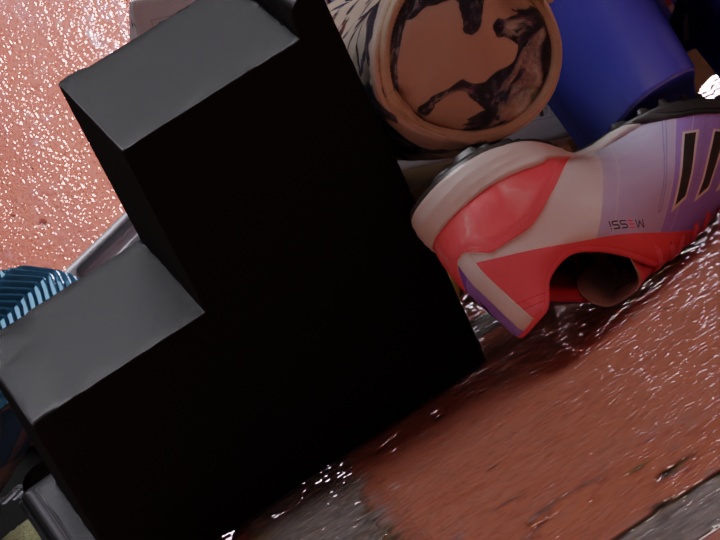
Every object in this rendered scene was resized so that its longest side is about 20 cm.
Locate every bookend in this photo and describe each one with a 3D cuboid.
[{"bbox_3d":[-0.080,-0.001,1.054,0.199,0.199,0.092,-33,35,-10],"label":"bookend"}]

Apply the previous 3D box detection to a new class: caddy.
[{"bbox_3d":[0.138,-0.117,1.162,0.141,0.105,0.200,-33,-17,1],"label":"caddy"}]

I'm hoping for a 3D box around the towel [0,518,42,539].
[{"bbox_3d":[-0.217,0.177,1.163,0.199,0.037,0.148,-28,8,34],"label":"towel"}]

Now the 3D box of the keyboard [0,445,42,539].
[{"bbox_3d":[-0.186,0.138,1.402,0.103,0.040,0.200,-6,11,14],"label":"keyboard"}]

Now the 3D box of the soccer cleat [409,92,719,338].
[{"bbox_3d":[0.107,-0.021,1.062,0.199,0.073,0.068,-14,-27,-44],"label":"soccer cleat"}]

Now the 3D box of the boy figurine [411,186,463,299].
[{"bbox_3d":[0.000,0.000,1.232,0.124,0.065,0.199,21,22,39],"label":"boy figurine"}]

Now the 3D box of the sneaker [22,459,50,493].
[{"bbox_3d":[-0.116,0.074,1.234,0.074,0.088,0.200,-35,7,-30],"label":"sneaker"}]

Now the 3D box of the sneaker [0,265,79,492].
[{"bbox_3d":[-0.198,0.078,1.282,0.200,0.076,0.081,-50,-16,-32],"label":"sneaker"}]

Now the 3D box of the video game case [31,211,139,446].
[{"bbox_3d":[-0.138,0.016,1.479,0.182,0.022,0.200,-46,-9,-25],"label":"video game case"}]

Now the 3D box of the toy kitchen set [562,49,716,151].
[{"bbox_3d":[0.162,-0.191,1.412,0.200,0.181,0.163,-46,11,-15],"label":"toy kitchen set"}]

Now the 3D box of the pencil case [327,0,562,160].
[{"bbox_3d":[0.026,-0.091,1.099,0.090,0.078,0.200,-55,11,-6],"label":"pencil case"}]

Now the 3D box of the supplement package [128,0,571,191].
[{"bbox_3d":[-0.009,-0.092,1.291,0.198,0.115,0.110,-12,-4,-5],"label":"supplement package"}]
